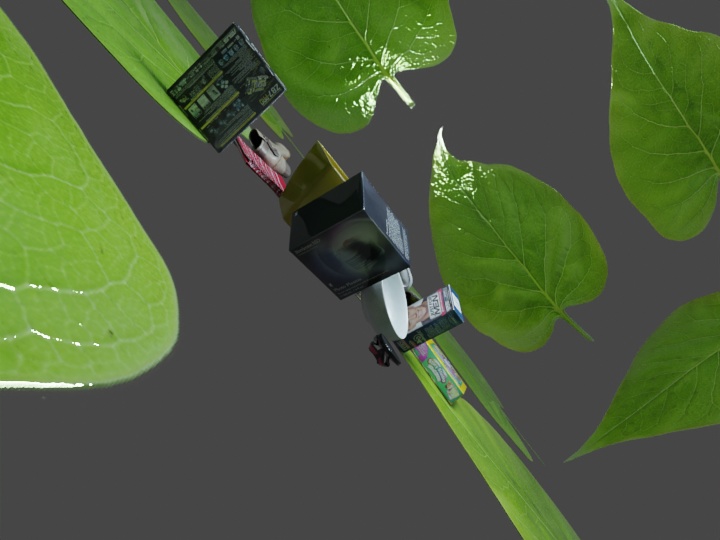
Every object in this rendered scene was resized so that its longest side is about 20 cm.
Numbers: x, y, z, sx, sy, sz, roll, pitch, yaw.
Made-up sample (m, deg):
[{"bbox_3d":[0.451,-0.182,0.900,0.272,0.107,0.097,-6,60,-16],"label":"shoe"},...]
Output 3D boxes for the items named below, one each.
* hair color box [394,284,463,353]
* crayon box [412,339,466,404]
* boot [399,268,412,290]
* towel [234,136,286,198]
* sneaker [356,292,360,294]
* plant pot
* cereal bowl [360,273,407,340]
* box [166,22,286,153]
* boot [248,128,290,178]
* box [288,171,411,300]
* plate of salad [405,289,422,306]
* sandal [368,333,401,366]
[{"bbox_3d":[0.181,0.134,1.464,0.061,0.197,0.102,45,26,-31],"label":"hair color box"},{"bbox_3d":[0.252,0.314,1.681,0.202,0.058,0.172,54,9,13],"label":"crayon box"},{"bbox_3d":[0.084,-0.027,1.409,0.202,0.073,0.096,55,-5,-13],"label":"boot"},{"bbox_3d":[-0.255,-0.267,1.407,0.200,0.022,0.146,44,11,-49],"label":"towel"},{"bbox_3d":[0.000,0.000,1.385,0.074,0.111,0.200,51,7,12],"label":"sneaker"},{"bbox_3d":[-0.095,-0.164,1.318,0.201,0.175,0.201,47,8,-30],"label":"plant pot"},{"bbox_3d":[0.054,0.078,1.333,0.199,0.081,0.207,-11,91,-71],"label":"cereal bowl"},{"bbox_3d":[-0.275,-0.375,1.101,0.162,0.199,0.049,48,9,-15],"label":"box"},{"bbox_3d":[-0.272,-0.361,1.561,0.146,0.070,0.202,42,13,-44],"label":"boot"},{"bbox_3d":[-0.022,-0.066,1.152,0.198,0.196,0.126,45,30,-37],"label":"box"},{"bbox_3d":[0.102,0.095,1.559,0.195,0.049,0.202,24,-27,13],"label":"plate of salad"},{"bbox_3d":[0.046,0.178,1.151,0.076,0.044,0.200,57,-7,3],"label":"sandal"}]
